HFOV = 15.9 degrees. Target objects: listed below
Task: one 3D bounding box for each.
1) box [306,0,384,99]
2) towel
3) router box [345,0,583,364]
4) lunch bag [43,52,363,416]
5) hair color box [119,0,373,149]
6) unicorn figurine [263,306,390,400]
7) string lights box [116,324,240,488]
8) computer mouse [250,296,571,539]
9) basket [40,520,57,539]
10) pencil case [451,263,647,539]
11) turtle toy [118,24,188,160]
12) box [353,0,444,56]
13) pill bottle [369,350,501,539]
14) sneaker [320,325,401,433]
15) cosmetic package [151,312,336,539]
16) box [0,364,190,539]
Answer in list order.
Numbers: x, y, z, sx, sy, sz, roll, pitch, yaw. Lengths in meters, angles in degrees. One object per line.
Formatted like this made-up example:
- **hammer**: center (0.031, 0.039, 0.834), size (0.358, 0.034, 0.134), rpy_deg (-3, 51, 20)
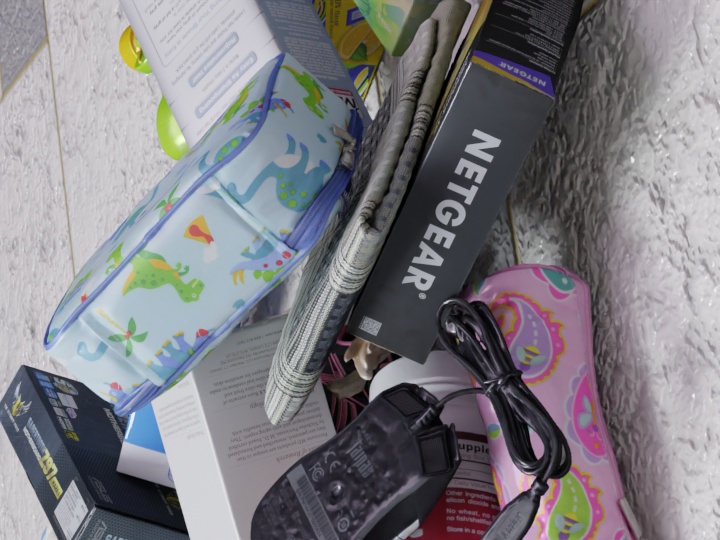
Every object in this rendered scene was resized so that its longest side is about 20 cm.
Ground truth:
- **box**: center (-0.012, -0.193, 1.684), size (0.065, 0.070, 0.201), rpy_deg (63, 145, 36)
- **towel**: center (-0.001, -0.038, 1.479), size (0.193, 0.034, 0.201), rpy_deg (116, 176, -50)
- **router box**: center (0.062, -0.071, 1.452), size (0.158, 0.052, 0.201), rpy_deg (-70, 4, -53)
- **lunch bag**: center (-0.085, -0.023, 1.461), size (0.200, 0.082, 0.161), rpy_deg (-45, 13, 20)
- **hair color box**: center (-0.079, -0.142, 1.652), size (0.099, 0.060, 0.201), rpy_deg (-42, 61, 31)
- **unicorn figurine**: center (0.000, 0.000, 1.635), size (0.137, 0.074, 0.200), rpy_deg (-47, 43, -2)
- **string lights box**: center (-0.120, 0.046, 1.881), size (0.103, 0.059, 0.201), rpy_deg (-70, -6, -68)
- **computer mouse**: center (0.034, 0.126, 1.408), size (0.200, 0.046, 0.141), rpy_deg (-47, 51, 14)
- **basket**: center (-0.179, 0.279, 1.951), size (0.201, 0.175, 0.140), rpy_deg (-93, 18, -55)
- **pencil case**: center (0.107, 0.099, 1.430), size (0.087, 0.087, 0.201), rpy_deg (134, 129, -57)
- **turtle toy**: center (-0.098, -0.168, 1.808), size (0.146, 0.101, 0.201), rpy_deg (-23, 40, 63)
- **box**: center (0.030, -0.246, 1.498), size (0.145, 0.036, 0.201), rpy_deg (58, 142, 36)
- **pill bottle**: center (0.048, 0.153, 1.496), size (0.113, 0.112, 0.201), rpy_deg (122, 154, -49)
- **sneaker**: center (0.016, 0.085, 1.646), size (0.200, 0.079, 0.096), rpy_deg (52, 125, 51)
- **cosmetic package**: center (-0.060, 0.137, 1.571), size (0.108, 0.084, 0.201), rpy_deg (-22, 84, 68)
- **box**: center (-0.173, 0.159, 1.936), size (0.051, 0.157, 0.200), rpy_deg (-58, 34, 16)
